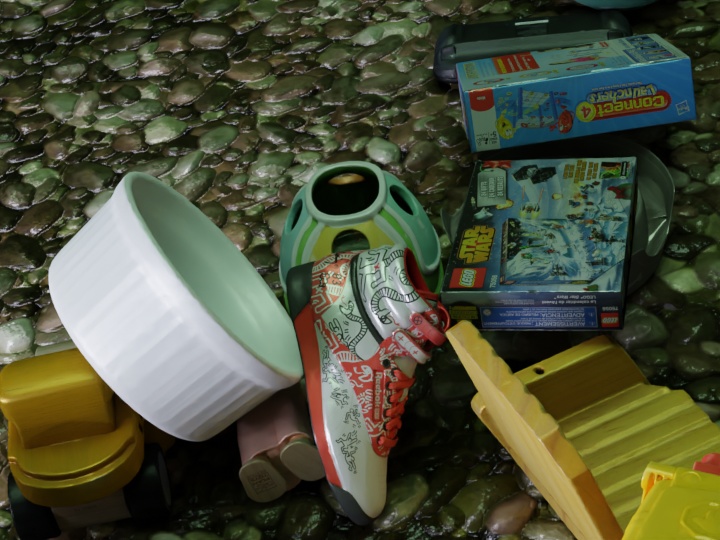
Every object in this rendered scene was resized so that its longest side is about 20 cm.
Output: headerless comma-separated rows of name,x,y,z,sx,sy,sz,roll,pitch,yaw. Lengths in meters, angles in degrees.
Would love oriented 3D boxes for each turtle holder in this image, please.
turtle holder,-0.009,-0.004,1.367,0.141,0.132,0.186,9,44,22

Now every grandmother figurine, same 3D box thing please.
grandmother figurine,-0.076,0.096,1.326,0.121,0.061,0.200,-18,37,5

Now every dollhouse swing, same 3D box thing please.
dollhouse swing,0.180,0.103,1.164,0.182,0.176,0.200,-23,40,-13

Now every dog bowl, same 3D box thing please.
dog bowl,0.170,-0.040,1.424,0.200,0.059,0.200,-6,40,5

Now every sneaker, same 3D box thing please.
sneaker,0.018,0.080,1.226,0.108,0.067,0.201,-16,81,15

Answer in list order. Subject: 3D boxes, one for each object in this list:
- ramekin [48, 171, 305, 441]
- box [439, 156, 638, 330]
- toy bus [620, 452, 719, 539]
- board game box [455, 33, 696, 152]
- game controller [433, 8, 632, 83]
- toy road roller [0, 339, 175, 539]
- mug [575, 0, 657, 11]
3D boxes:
ramekin,-0.140,0.032,1.242,0.098,0.200,0.200,-40,40,9
box,0.146,-0.024,1.318,0.137,0.040,0.200,0,34,14
toy bus,0.208,0.213,1.020,0.136,0.200,0.192,11,35,17
board game box,0.189,-0.164,1.506,0.196,0.056,0.200,-8,14,4
game controller,0.173,-0.224,1.666,0.200,0.042,0.104,-4,26,8
toy road roller,-0.217,0.101,1.281,0.123,0.146,0.200,-11,40,0
mug,0.277,-0.330,1.693,0.185,0.114,0.152,25,47,36
